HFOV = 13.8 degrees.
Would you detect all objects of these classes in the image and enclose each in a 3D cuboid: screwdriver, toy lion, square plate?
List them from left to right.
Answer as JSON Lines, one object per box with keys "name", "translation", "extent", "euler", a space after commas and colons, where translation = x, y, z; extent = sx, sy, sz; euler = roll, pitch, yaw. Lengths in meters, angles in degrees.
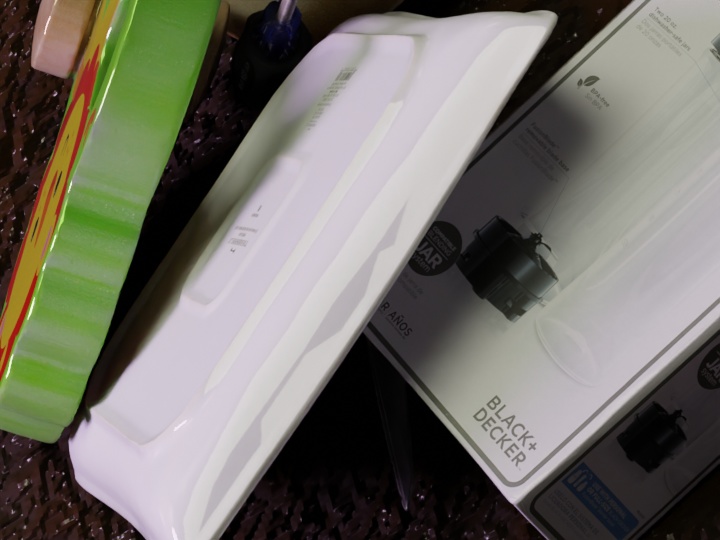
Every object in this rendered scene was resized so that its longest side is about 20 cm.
{"name": "toy lion", "translation": [-0.084, -0.044, 1.009], "extent": [0.200, 0.068, 0.192], "euler": [124, 161, -59]}
{"name": "square plate", "translation": [-0.028, -0.006, 0.951], "extent": [0.199, 0.028, 0.200], "euler": [-57, 15, -4]}
{"name": "screwdriver", "translation": [-0.024, -0.094, 1.000], "extent": [0.028, 0.200, 0.029], "euler": [-6, 74, -9]}

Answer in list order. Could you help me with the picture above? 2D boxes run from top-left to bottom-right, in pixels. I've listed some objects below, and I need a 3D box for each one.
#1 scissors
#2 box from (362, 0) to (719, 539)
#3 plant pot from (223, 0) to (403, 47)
{"name": "scissors", "translation": [0.000, 0.000, 1.018], "extent": [0.073, 0.014, 0.201], "euler": [-12, 53, 27]}
{"name": "box", "translation": [0.102, -0.017, 0.912], "extent": [0.200, 0.060, 0.117], "euler": [-44, 49, 1]}
{"name": "plant pot", "translation": [-0.028, -0.182, 1.093], "extent": [0.199, 0.027, 0.201], "euler": [-2, 88, 45]}
